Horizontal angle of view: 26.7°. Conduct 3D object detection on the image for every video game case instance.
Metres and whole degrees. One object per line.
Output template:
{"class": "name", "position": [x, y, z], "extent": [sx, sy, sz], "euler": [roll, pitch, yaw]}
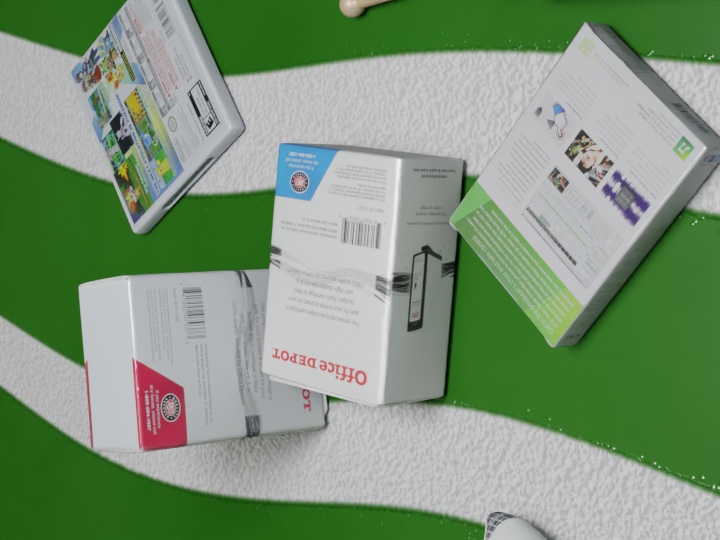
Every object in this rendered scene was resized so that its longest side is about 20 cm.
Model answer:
{"class": "video game case", "position": [-0.206, -0.169, 1.503], "extent": [0.182, 0.022, 0.201], "euler": [-41, 65, 37]}

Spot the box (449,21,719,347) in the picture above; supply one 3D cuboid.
{"class": "box", "position": [0.164, -0.062, 1.137], "extent": [0.145, 0.036, 0.200], "euler": [53, 124, 29]}

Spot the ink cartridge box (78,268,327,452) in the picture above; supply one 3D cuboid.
{"class": "ink cartridge box", "position": [-0.134, 0.075, 1.320], "extent": [0.083, 0.199, 0.146], "euler": [-9, 85, 48]}

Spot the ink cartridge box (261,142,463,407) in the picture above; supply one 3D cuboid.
{"class": "ink cartridge box", "position": [0.000, 0.000, 1.264], "extent": [0.145, 0.084, 0.201], "euler": [12, 100, 43]}

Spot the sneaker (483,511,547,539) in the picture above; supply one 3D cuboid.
{"class": "sneaker", "position": [0.106, 0.290, 1.191], "extent": [0.080, 0.076, 0.201], "euler": [33, 109, 51]}

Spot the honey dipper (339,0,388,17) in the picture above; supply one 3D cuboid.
{"class": "honey dipper", "position": [0.054, -0.237, 1.242], "extent": [0.199, 0.038, 0.038], "euler": [-6, 88, 48]}
